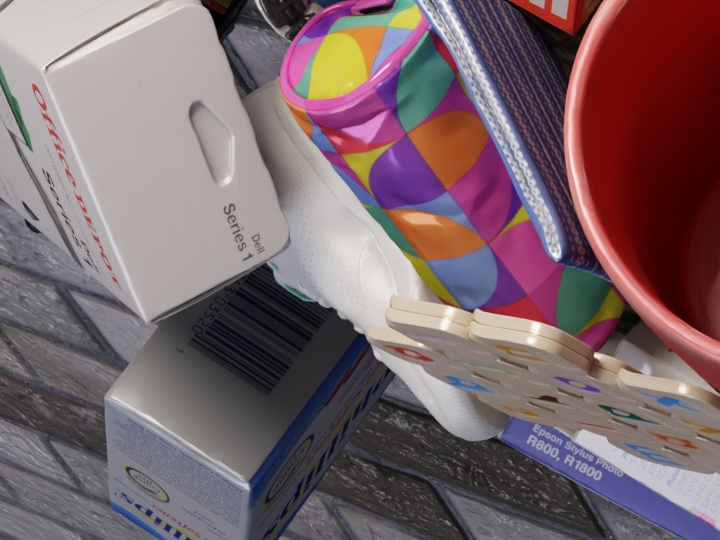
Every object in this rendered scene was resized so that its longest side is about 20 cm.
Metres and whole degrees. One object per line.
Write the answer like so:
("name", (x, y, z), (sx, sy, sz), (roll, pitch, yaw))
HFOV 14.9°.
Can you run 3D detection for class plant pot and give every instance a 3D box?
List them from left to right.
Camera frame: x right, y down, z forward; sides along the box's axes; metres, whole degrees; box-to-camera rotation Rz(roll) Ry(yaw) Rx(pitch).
("plant pot", (0.185, -0.024, 1.091), (0.200, 0.200, 0.177), (28, 168, 19))

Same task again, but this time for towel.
("towel", (0.072, -0.055, 1.137), (0.145, 0.024, 0.200), (64, -167, 13))

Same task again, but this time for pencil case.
("pencil case", (0.046, -0.039, 1.228), (0.088, 0.088, 0.200), (11, 148, 47))

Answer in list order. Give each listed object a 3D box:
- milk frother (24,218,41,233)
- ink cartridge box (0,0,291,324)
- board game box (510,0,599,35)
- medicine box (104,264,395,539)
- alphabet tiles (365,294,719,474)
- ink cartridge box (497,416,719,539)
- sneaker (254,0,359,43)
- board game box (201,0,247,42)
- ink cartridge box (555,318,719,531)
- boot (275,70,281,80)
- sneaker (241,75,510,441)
("milk frother", (-0.259, -0.121, 1.636), (0.200, 0.180, 0.188), (55, 134, 35))
("ink cartridge box", (-0.129, -0.081, 1.306), (0.200, 0.084, 0.146), (36, 151, 56))
("board game box", (0.042, -0.197, 1.123), (0.151, 0.046, 0.200), (30, 159, 15))
("medicine box", (-0.059, 0.066, 1.631), (0.103, 0.182, 0.200), (32, 158, 10))
("alphabet tiles", (0.105, 0.054, 1.195), (0.196, 0.015, 0.200), (8, 166, 46))
("ink cartridge box", (0.170, 0.113, 1.433), (0.196, 0.043, 0.200), (28, -170, 8))
("sneaker", (0.019, -0.110, 1.277), (0.200, 0.079, 0.089), (48, -165, -31))
("board game box", (-0.142, -0.192, 1.396), (0.200, 0.057, 0.165), (37, 157, -1))
("ink cartridge box", (0.183, 0.065, 1.341), (0.200, 0.115, 0.068), (31, 122, 12))
("boot", (0.029, -0.039, 1.377), (0.200, 0.097, 0.075), (49, -160, -13))
("sneaker", (0.000, 0.000, 1.324), (0.088, 0.075, 0.200), (-30, 90, 31))
